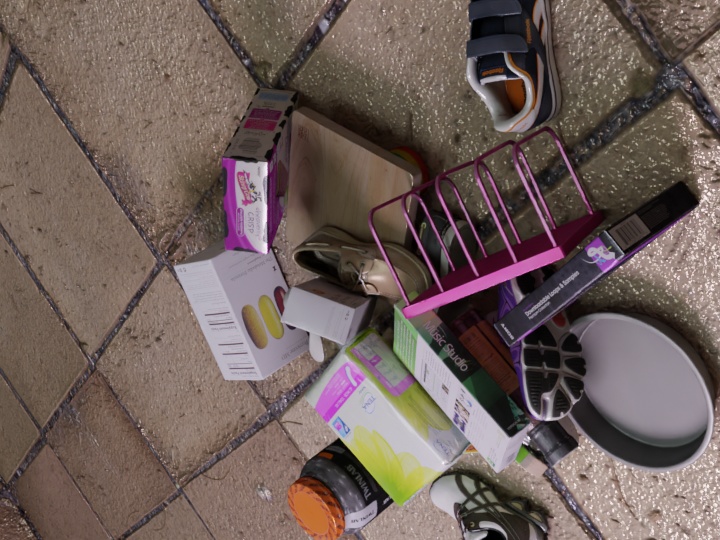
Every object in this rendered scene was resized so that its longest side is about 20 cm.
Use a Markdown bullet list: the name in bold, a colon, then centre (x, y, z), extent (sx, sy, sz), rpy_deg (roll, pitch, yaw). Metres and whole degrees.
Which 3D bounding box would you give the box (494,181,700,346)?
- **box**: centre (0.238, -0.004, 1.037), extent (0.036, 0.143, 0.200), rpy_deg (53, 141, 11)

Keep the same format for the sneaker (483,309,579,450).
- **sneaker**: centre (0.202, 0.135, 1.229), extent (0.200, 0.074, 0.087), rpy_deg (53, 136, 6)

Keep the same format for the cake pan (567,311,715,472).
- **cake pan**: centre (0.308, 0.131, 1.134), extent (0.200, 0.037, 0.201), rpy_deg (27, 132, 34)

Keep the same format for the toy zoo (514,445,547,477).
- **toy zoo**: centre (0.150, 0.186, 1.292), extent (0.200, 0.020, 0.131), rpy_deg (40, 179, 24)

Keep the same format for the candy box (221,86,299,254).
- **candy box**: centre (-0.125, -0.132, 1.304), extent (0.061, 0.200, 0.137), rpy_deg (7, 126, 4)

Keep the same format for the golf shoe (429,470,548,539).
- **golf shoe**: centre (0.158, 0.341, 1.391), extent (0.200, 0.094, 0.078), rpy_deg (12, 124, 45)

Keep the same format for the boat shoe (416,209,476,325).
- **boat shoe**: centre (0.097, 0.020, 1.267), extent (0.060, 0.072, 0.202), rpy_deg (30, 127, 35)

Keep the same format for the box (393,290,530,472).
- **box**: centre (0.111, 0.130, 1.167), extent (0.200, 0.036, 0.144), rpy_deg (48, 164, 20)

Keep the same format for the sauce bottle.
- **sauce bottle**: centre (0.173, 0.138, 1.177), extent (0.200, 0.065, 0.065), rpy_deg (52, 141, 16)

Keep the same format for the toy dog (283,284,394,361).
- **toy dog**: centre (-0.010, 0.091, 1.413), extent (0.200, 0.132, 0.096), rpy_deg (57, 180, 9)

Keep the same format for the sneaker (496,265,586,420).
- **sneaker**: centre (0.197, 0.083, 1.142), extent (0.084, 0.080, 0.201), rpy_deg (121, 153, -50)

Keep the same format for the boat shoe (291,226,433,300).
- **boat shoe**: centre (0.000, 0.000, 1.248), extent (0.200, 0.065, 0.072), rpy_deg (22, 129, 36)

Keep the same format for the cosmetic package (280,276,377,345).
- **cosmetic package**: centre (-0.034, 0.045, 1.268), extent (0.082, 0.200, 0.051), rpy_deg (18, 96, 7)

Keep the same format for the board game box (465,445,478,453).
- **board game box**: centre (0.080, 0.205, 1.386), extent (0.200, 0.095, 0.030), rpy_deg (15, 94, 40)

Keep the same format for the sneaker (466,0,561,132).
- **sneaker**: centre (0.149, -0.239, 1.033), extent (0.078, 0.079, 0.201), rpy_deg (-2, 111, 49)

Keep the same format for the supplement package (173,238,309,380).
- **supplement package**: centre (-0.178, 0.055, 1.551), extent (0.109, 0.114, 0.201), rpy_deg (-7, 110, 50)

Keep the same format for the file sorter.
- **file sorter**: centre (0.130, -0.056, 1.085), extent (0.200, 0.139, 0.126), rpy_deg (-24, 94, 34)

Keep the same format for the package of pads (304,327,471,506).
- **package of pads**: centre (0.034, 0.187, 1.293), extent (0.200, 0.068, 0.155), rpy_deg (47, 141, 9)

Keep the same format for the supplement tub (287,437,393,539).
- **supplement tub**: centre (-0.002, 0.292, 1.445), extent (0.122, 0.200, 0.123), rpy_deg (26, 132, 33)

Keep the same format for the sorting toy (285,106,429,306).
- **sorting toy**: centre (0.002, -0.091, 1.295), extent (0.199, 0.070, 0.201), rpy_deg (32, 134, 29)
